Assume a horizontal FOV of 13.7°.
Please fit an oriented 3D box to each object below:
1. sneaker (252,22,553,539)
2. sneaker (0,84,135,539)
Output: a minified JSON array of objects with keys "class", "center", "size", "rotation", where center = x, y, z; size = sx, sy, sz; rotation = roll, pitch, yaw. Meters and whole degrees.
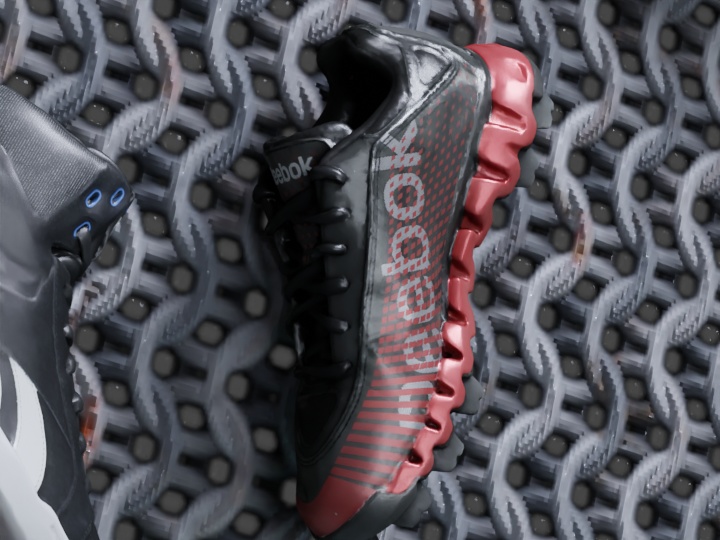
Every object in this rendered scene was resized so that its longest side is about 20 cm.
[{"class":"sneaker","center":[0.000,0.000,1.069],"size":[0.098,0.071,0.201],"rotation":[24,71,-28]},{"class":"sneaker","center":[-0.107,0.024,1.000],"size":[0.112,0.073,0.200],"rotation":[-34,101,-28]}]
